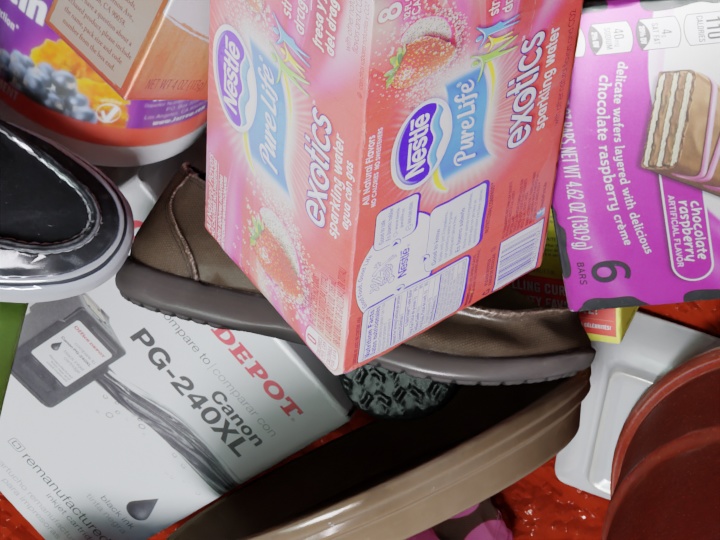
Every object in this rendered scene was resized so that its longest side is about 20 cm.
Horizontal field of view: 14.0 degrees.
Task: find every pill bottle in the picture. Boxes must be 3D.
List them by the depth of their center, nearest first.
[{"bbox_3d":[-0.087,-0.149,1.166,0.111,0.112,0.201,27,131,7],"label":"pill bottle"}]

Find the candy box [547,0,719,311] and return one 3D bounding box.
[{"bbox_3d":[0.167,-0.062,1.099,0.199,0.061,0.137,-6,122,10],"label":"candy box"}]

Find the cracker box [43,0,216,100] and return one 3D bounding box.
[{"bbox_3d":[-0.017,-0.158,1.071,0.058,0.134,0.201,43,118,30],"label":"cracker box"}]

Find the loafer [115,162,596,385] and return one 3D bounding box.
[{"bbox_3d":[0.000,0.000,1.178,0.199,0.073,0.071,13,91,8],"label":"loafer"}]

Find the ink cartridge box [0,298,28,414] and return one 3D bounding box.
[{"bbox_3d":[-0.238,0.008,1.185,0.199,0.148,0.076,18,138,-10],"label":"ink cartridge box"}]

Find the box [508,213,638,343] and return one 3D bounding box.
[{"bbox_3d":[0.076,-0.069,1.182,0.075,0.050,0.201,9,127,19],"label":"box"}]

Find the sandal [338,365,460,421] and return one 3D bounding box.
[{"bbox_3d":[0.008,-0.037,1.231,0.075,0.045,0.201,-2,104,20],"label":"sandal"}]

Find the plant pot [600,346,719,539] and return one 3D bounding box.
[{"bbox_3d":[0.165,0.164,1.179,0.200,0.195,0.202,14,128,18],"label":"plant pot"}]

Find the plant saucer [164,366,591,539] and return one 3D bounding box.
[{"bbox_3d":[0.009,0.089,1.231,0.199,0.200,0.030,-21,94,36],"label":"plant saucer"}]

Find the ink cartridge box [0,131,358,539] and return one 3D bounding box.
[{"bbox_3d":[-0.097,0.030,1.318,0.200,0.083,0.145,-32,104,39],"label":"ink cartridge box"}]

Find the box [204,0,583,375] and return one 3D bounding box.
[{"bbox_3d":[0.009,-0.072,1.052,0.095,0.102,0.201,46,151,29],"label":"box"}]

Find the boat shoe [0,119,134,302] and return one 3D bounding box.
[{"bbox_3d":[-0.182,-0.046,1.141,0.199,0.072,0.068,23,164,-5],"label":"boat shoe"}]

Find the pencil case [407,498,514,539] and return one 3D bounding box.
[{"bbox_3d":[0.012,0.163,1.284,0.093,0.200,0.091,-9,121,20],"label":"pencil case"}]

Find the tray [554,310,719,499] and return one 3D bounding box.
[{"bbox_3d":[0.181,0.089,1.262,0.199,0.022,0.108,19,130,14],"label":"tray"}]
